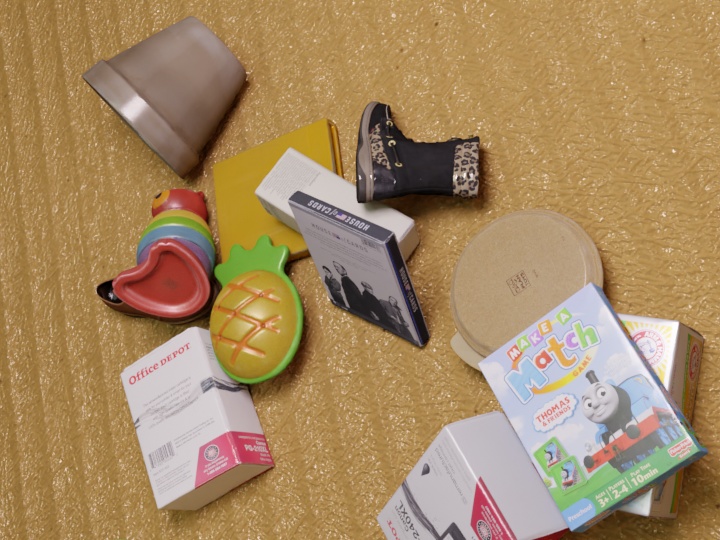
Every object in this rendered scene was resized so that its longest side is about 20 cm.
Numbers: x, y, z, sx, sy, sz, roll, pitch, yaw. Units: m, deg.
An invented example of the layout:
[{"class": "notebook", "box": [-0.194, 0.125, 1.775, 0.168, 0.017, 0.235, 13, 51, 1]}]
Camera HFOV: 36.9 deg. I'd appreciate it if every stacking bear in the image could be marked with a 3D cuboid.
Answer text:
[{"class": "stacking bear", "box": [-0.253, -0.039, 1.477, 0.121, 0.114, 0.200, -37, 31, 24]}]

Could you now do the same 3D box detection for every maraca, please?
[{"class": "maraca", "box": [-0.137, 0.050, 1.408, 0.137, 0.107, 0.200, -15, 65, 19]}]

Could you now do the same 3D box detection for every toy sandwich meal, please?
[{"class": "toy sandwich meal", "box": [0.193, 0.030, 1.240, 0.205, 0.070, 0.205, -11, 68, 28]}]

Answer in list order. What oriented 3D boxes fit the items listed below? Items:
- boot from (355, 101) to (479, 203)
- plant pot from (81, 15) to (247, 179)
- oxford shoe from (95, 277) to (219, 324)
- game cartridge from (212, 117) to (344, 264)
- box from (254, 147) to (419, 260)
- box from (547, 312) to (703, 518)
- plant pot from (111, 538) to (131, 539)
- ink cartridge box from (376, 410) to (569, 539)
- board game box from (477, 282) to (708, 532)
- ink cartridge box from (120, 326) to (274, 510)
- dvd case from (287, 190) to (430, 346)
[{"class": "boot", "box": [0.072, -0.147, 1.341, 0.150, 0.073, 0.200, 1, 33, 4]}, {"class": "plant pot", "box": [-0.263, -0.260, 1.531, 0.174, 0.200, 0.200, -45, 58, -5]}, {"class": "oxford shoe", "box": [-0.291, 0.037, 1.527, 0.200, 0.071, 0.071, -4, 74, 29]}, {"class": "game cartridge", "box": [-0.111, -0.095, 1.476, 0.200, 0.032, 0.176, -18, 69, 29]}, {"class": "box", "box": [-0.029, -0.068, 1.361, 0.200, 0.068, 0.082, 34, 78, 20]}, {"class": "box", "box": [0.280, 0.149, 1.131, 0.112, 0.101, 0.200, 6, 81, 33]}, {"class": "plant pot", "box": [-0.379, 0.453, 1.407, 0.200, 0.184, 0.201, -8, 73, 30]}, {"class": "ink cartridge box", "box": [0.115, 0.270, 1.159, 0.145, 0.083, 0.200, 59, 140, 29]}, {"class": "board game box", "box": [0.227, 0.136, 1.084, 0.151, 0.037, 0.200, -39, 59, 19]}, {"class": "ink cartridge box", "box": [-0.220, 0.197, 1.434, 0.145, 0.084, 0.200, -32, 64, 21]}, {"class": "dvd case", "box": [0.000, 0.000, 1.290, 0.150, 0.200, 0.025, 25, 62, 33]}]
